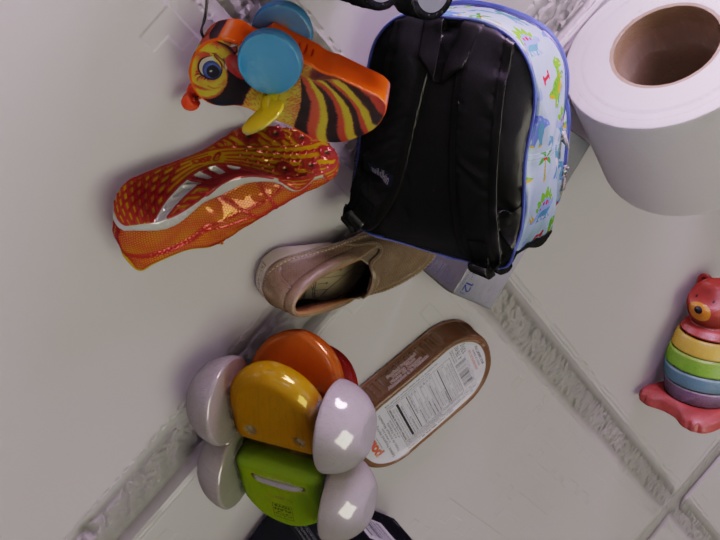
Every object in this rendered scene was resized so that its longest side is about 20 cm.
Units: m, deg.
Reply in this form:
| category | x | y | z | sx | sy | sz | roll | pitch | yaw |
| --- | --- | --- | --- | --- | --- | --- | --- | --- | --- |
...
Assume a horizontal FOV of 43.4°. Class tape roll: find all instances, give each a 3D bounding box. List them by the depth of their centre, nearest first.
| category | x | y | z | sx | sy | sz | roll | pitch | yaw |
| --- | --- | --- | --- | --- | --- | --- | --- | --- | --- |
| tape roll | 0.317 | -0.175 | 0.896 | 0.203 | 0.203 | 0.139 | -46 | 134 | -4 |

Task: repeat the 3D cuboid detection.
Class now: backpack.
| category | x | y | z | sx | sy | sz | roll | pitch | yaw |
| --- | --- | --- | --- | --- | --- | --- | --- | --- | --- |
| backpack | 0.091 | -0.124 | 0.774 | 0.147 | 0.182 | 0.202 | -32 | 133 | -49 |

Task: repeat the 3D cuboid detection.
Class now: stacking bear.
| category | x | y | z | sx | sy | sz | roll | pitch | yaw |
| --- | --- | --- | --- | --- | --- | --- | --- | --- | --- |
| stacking bear | 0.487 | 0.107 | 1.279 | 0.113 | 0.121 | 0.202 | -7 | 114 | -32 |

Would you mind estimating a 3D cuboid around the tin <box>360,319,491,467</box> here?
| category | x | y | z | sx | sy | sz | roll | pitch | yaw |
| --- | --- | --- | --- | --- | --- | --- | --- | --- | --- |
| tin | 0.064 | 0.139 | 1.017 | 0.200 | 0.042 | 0.112 | -39 | 130 | -11 |

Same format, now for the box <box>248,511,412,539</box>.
| category | x | y | z | sx | sy | sz | roll | pitch | yaw |
| --- | --- | --- | --- | --- | --- | --- | --- | --- | --- |
| box | -0.045 | 0.367 | 1.014 | 0.199 | 0.123 | 0.200 | -53 | 133 | 1 |

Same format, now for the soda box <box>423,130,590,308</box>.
| category | x | y | z | sx | sy | sz | roll | pitch | yaw |
| --- | --- | --- | --- | --- | --- | --- | --- | --- | --- |
| soda box | 0.146 | -0.066 | 0.929 | 0.068 | 0.063 | 0.201 | 21 | 103 | -42 |

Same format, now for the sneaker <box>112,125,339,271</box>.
| category | x | y | z | sx | sy | sz | roll | pitch | yaw |
| --- | --- | --- | --- | --- | --- | --- | --- | --- | --- |
| sneaker | -0.109 | -0.063 | 0.743 | 0.199 | 0.073 | 0.077 | -21 | 150 | -22 |

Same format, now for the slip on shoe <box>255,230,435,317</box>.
| category | x | y | z | sx | sy | sz | roll | pitch | yaw |
| --- | --- | --- | --- | --- | --- | --- | --- | --- | --- |
| slip on shoe | 0.000 | 0.000 | 0.859 | 0.199 | 0.061 | 0.077 | -9 | 122 | -34 |

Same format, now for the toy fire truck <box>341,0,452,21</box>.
| category | x | y | z | sx | sy | sz | roll | pitch | yaw |
| --- | --- | --- | --- | --- | --- | --- | --- | --- | --- |
| toy fire truck | 0.006 | -0.277 | 0.590 | 0.175 | 0.128 | 0.202 | -4 | 112 | -43 |

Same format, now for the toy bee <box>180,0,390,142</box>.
| category | x | y | z | sx | sy | sz | roll | pitch | yaw |
| --- | --- | --- | --- | --- | --- | --- | --- | --- | --- |
| toy bee | -0.081 | -0.154 | 0.683 | 0.109 | 0.200 | 0.131 | -46 | 180 | 35 |

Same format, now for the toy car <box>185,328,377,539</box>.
| category | x | y | z | sx | sy | sz | roll | pitch | yaw |
| --- | --- | --- | --- | --- | --- | --- | --- | --- | --- |
| toy car | -0.059 | 0.146 | 0.861 | 0.150 | 0.173 | 0.202 | -56 | 151 | -51 |
